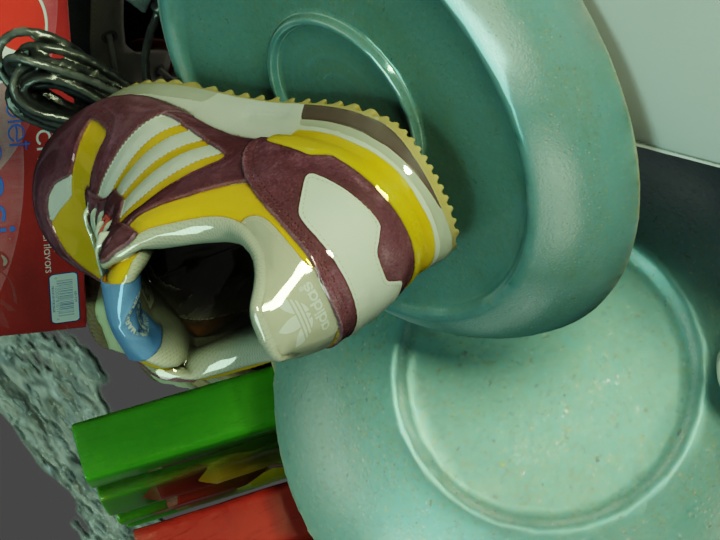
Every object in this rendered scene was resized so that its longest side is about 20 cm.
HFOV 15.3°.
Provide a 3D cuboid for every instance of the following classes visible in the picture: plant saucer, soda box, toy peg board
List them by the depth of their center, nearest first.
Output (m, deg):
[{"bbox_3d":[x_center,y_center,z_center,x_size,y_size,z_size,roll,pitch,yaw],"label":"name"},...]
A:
[{"bbox_3d":[0.002,-0.057,0.847,0.200,0.027,0.201,32,144,27],"label":"plant saucer"},{"bbox_3d":[0.066,0.038,0.929,0.201,0.201,0.039,41,176,12],"label":"plant saucer"},{"bbox_3d":[-0.144,-0.077,1.033,0.070,0.063,0.201,-116,23,-61],"label":"soda box"},{"bbox_3d":[-0.038,0.129,1.045,0.200,0.097,0.200,82,171,-79],"label":"toy peg board"}]

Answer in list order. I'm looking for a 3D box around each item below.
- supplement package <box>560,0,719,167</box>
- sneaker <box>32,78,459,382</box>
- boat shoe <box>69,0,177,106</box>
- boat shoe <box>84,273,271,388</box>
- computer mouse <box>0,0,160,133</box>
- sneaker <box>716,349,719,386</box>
[{"bbox_3d":[0.114,-0.121,0.774,0.199,0.111,0.156,18,138,40],"label":"supplement package"},{"bbox_3d":[-0.063,-0.010,0.864,0.199,0.090,0.075,0,122,51],"label":"sneaker"},{"bbox_3d":[-0.104,-0.101,1.115,0.062,0.071,0.201,-6,130,7],"label":"boat shoe"},{"bbox_3d":[-0.064,0.011,1.148,0.076,0.072,0.200,13,172,11],"label":"boat shoe"},{"bbox_3d":[-0.028,-0.113,0.930,0.140,0.201,0.046,27,-168,-12],"label":"computer mouse"},{"bbox_3d":[0.202,0.030,0.841,0.199,0.100,0.075,6,127,47],"label":"sneaker"}]
